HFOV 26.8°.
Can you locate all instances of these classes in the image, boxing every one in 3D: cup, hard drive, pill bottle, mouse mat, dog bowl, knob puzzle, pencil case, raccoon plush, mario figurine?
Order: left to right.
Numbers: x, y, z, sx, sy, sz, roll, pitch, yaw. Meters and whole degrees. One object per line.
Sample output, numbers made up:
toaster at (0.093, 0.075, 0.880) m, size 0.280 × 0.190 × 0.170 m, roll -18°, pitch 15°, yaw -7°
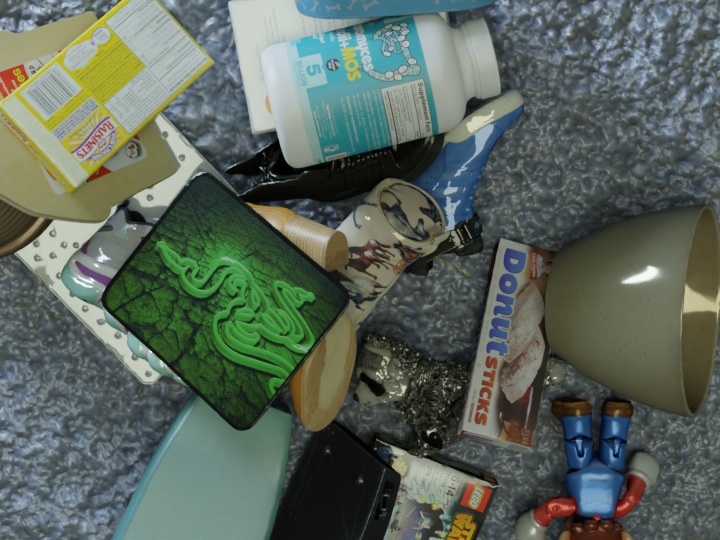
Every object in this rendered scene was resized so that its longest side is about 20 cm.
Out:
knob puzzle at (-0.290, -0.129, 1.396) m, size 0.219 × 0.030 × 0.221 m, roll 12°, pitch 67°, yaw -30°
mouse mat at (-0.125, 0.025, 1.365) m, size 0.200 × 0.008 × 0.161 m, roll 39°, pitch 93°, yaw 18°
hard drive at (-0.032, 0.261, 1.497) m, size 0.042 × 0.135 × 0.201 m, roll 15°, pitch 101°, yaw -37°
pencil case at (0.000, 0.000, 1.433) m, size 0.089 × 0.078 × 0.200 m, roll 44°, pitch 126°, yaw 2°
pill bottle at (0.019, -0.165, 1.329) m, size 0.199 × 0.111 × 0.111 m, roll -14°, pitch 100°, yaw 0°
dog bowl at (0.032, -0.256, 1.318) m, size 0.199 × 0.112 × 0.050 m, roll -4°, pitch 113°, yaw -2°
raccoon plush at (0.088, 0.094, 1.507) m, size 0.199 × 0.097 × 0.135 m, roll -27°, pitch 89°, yaw -22°
mario figurine at (0.229, 0.230, 1.537) m, size 0.123 × 0.106 × 0.201 m, roll 3°, pitch 90°, yaw 34°
cup at (0.258, 0.033, 1.447) m, size 0.142 × 0.200 × 0.202 m, roll 4°, pitch 101°, yaw 24°

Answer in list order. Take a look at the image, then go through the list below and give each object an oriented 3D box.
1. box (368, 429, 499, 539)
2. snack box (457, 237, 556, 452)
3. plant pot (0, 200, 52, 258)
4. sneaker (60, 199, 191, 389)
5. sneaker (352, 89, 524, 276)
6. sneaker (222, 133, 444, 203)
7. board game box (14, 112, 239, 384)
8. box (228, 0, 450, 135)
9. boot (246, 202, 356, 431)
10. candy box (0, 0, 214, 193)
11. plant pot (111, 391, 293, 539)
box at (0.041, 0.280, 1.544) m, size 0.136 × 0.040 × 0.201 m, roll 20°, pitch 99°, yaw -6°
snack box at (0.148, 0.072, 1.470) m, size 0.071 × 0.024 × 0.201 m, roll 15°, pitch 69°, yaw -5°
plant pot at (-0.379, -0.106, 1.421) m, size 0.199 × 0.093 × 0.202 m, roll 0°, pitch 93°, yaw 3°
sneaker at (-0.176, 0.010, 1.420) m, size 0.200 × 0.078 × 0.140 m, roll 39°, pitch 96°, yaw 13°
sneaker at (0.100, -0.077, 1.461) m, size 0.200 × 0.077 × 0.111 m, roll -39°, pitch 93°, yaw 9°
sneaker at (-0.026, -0.104, 1.417) m, size 0.199 × 0.104 × 0.060 m, roll -21°, pitch 69°, yaw 36°
board game box at (-0.207, -0.024, 1.488) m, size 0.200 × 0.026 × 0.200 m, roll -43°, pitch 98°, yaw 5°
box at (-0.015, -0.210, 1.425) m, size 0.199 × 0.098 × 0.125 m, roll -10°, pitch 101°, yaw -1°
boot at (-0.078, 0.039, 1.417) m, size 0.143 × 0.071 × 0.203 m, roll 14°, pitch 107°, yaw 37°
candy box at (-0.235, -0.172, 1.405) m, size 0.102 × 0.026 × 0.200 m, roll 49°, pitch 58°, yaw -11°
plant pot at (-0.147, 0.211, 1.480) m, size 0.141 × 0.141 × 0.201 m, roll 22°, pitch 89°, yaw -6°
